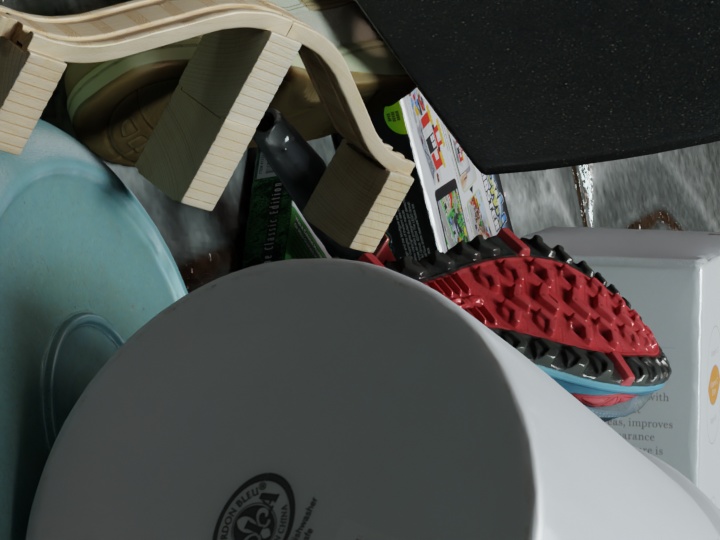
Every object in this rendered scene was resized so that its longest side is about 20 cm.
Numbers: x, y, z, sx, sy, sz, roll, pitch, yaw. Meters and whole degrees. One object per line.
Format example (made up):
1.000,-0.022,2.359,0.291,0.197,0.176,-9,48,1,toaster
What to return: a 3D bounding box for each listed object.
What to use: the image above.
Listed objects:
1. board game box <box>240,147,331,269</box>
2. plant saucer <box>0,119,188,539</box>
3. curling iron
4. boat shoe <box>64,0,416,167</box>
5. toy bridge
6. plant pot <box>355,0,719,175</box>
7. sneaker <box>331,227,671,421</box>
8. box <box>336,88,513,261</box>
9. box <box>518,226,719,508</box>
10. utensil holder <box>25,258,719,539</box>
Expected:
0.001,0.046,0.917,0.200,0.023,0.105,57,33,-47,board game box
-0.089,0.046,0.684,0.200,0.027,0.201,-10,90,-70,plant saucer
0.000,0.000,0.841,0.200,0.025,0.050,63,29,-54,curling iron
-0.048,-0.082,0.796,0.067,0.074,0.200,64,24,8,boat shoe
-0.045,-0.054,0.701,0.200,0.027,0.067,16,108,-53,toy bridge
0.080,-0.155,0.832,0.200,0.177,0.200,52,17,-41,plant pot
0.026,0.042,0.834,0.199,0.096,0.079,0,46,-38,sneaker
0.020,-0.081,1.002,0.110,0.035,0.201,-46,124,-64,box
0.118,0.085,1.033,0.152,0.106,0.201,-15,106,-70,box
0.016,0.103,0.671,0.200,0.169,0.171,39,46,-55,utensil holder
